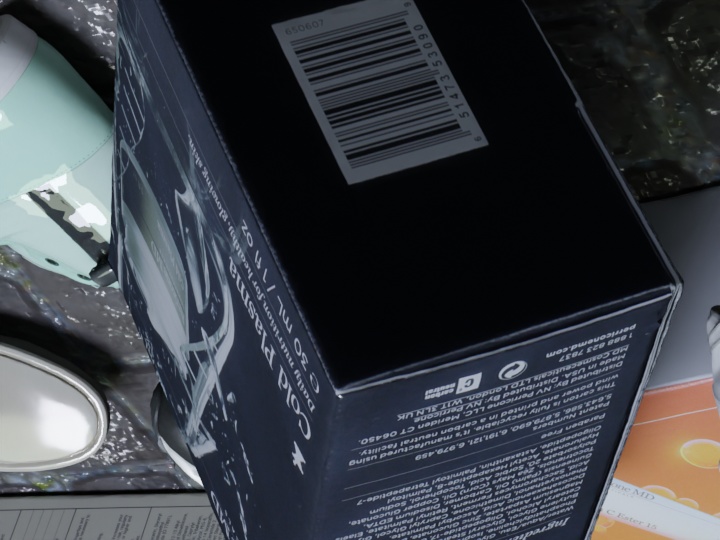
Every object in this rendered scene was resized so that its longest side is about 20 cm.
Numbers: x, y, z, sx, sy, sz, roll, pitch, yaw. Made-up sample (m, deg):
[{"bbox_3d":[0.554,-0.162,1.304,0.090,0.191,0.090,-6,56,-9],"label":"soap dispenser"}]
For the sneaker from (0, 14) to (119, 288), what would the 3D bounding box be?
[{"bbox_3d":[-0.162,-0.014,1.020,0.118,0.074,0.200,41,135,-21],"label":"sneaker"}]

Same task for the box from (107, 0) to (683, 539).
[{"bbox_3d":[0.000,0.000,0.854,0.123,0.201,0.197,-16,148,-16],"label":"box"}]

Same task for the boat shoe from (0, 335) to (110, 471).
[{"bbox_3d":[-0.209,0.052,1.160,0.198,0.057,0.067,4,107,10],"label":"boat shoe"}]

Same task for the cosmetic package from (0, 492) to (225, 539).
[{"bbox_3d":[-0.123,0.172,1.235,0.199,0.104,0.073,-3,141,27],"label":"cosmetic package"}]

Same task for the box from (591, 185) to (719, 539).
[{"bbox_3d":[0.149,0.071,0.997,0.124,0.098,0.200,-15,134,36],"label":"box"}]

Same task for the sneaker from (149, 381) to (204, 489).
[{"bbox_3d":[0.007,0.069,1.083,0.199,0.074,0.080,11,135,-3],"label":"sneaker"}]

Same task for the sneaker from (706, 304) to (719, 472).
[{"bbox_3d":[0.171,-0.007,0.808,0.078,0.100,0.200,8,140,-35],"label":"sneaker"}]
